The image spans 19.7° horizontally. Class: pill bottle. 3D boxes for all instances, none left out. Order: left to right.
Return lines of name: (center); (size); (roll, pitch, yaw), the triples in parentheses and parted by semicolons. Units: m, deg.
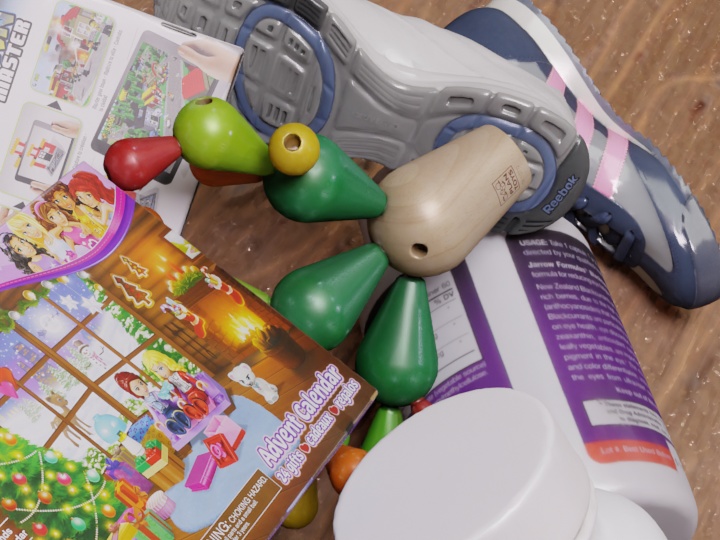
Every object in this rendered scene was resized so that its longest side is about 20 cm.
pill bottle: (0.063, 0.043, 0.908); (0.111, 0.112, 0.201); (0, 53, -26)
pill bottle: (0.075, 0.146, 0.763); (0.201, 0.114, 0.115); (57, 38, -27)

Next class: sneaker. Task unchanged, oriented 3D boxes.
sneaker: (0.004, -0.081, 0.894); (0.199, 0.075, 0.087); (26, 24, -4)
sneaker: (0.098, -0.048, 1.044); (0.082, 0.070, 0.200); (-29, 65, -22)

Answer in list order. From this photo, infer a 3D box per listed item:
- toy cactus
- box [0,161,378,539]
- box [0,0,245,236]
toy cactus: (0.000, 0.000, 0.805); (0.165, 0.102, 0.201); (-38, 111, -18)
box: (-0.090, 0.055, 0.665); (0.137, 0.039, 0.200); (37, 34, 2)
box: (-0.129, -0.011, 0.823); (0.109, 0.035, 0.201); (19, 91, -10)
